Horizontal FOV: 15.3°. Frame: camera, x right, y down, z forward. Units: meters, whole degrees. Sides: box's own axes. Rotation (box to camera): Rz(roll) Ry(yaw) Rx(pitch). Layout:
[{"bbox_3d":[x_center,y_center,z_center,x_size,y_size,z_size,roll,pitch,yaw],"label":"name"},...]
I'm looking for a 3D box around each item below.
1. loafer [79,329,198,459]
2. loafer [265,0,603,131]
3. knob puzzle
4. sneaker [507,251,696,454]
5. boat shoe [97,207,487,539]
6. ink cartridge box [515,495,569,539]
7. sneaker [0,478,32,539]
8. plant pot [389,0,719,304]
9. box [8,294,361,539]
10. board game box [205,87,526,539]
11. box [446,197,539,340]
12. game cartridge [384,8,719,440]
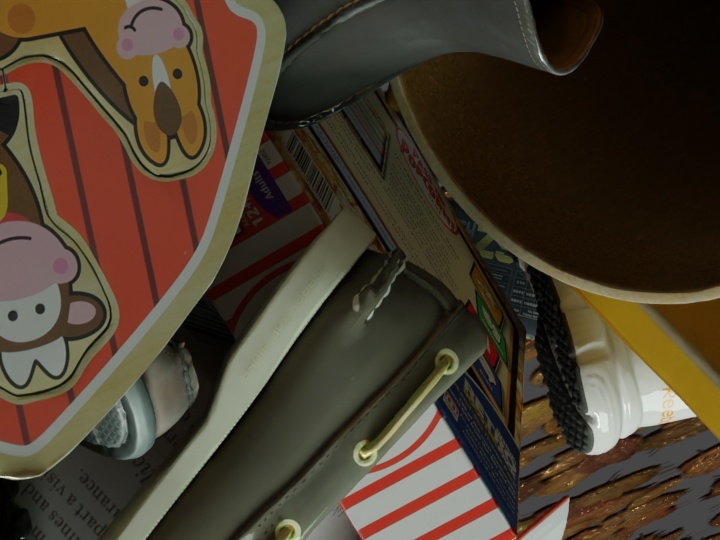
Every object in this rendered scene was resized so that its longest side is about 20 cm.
[{"bbox_3d":[-0.108,-0.019,0.795,0.063,0.200,0.072,-33,139,-29],"label":"loafer"},{"bbox_3d":[0.037,-0.085,0.731,0.073,0.073,0.200,-2,154,-48],"label":"loafer"},{"bbox_3d":[-0.102,-0.044,0.682,0.219,0.221,0.030,-16,-172,-28],"label":"knob puzzle"},{"bbox_3d":[0.094,-0.024,1.011,0.079,0.201,0.074,-11,151,-6],"label":"sneaker"},{"bbox_3d":[-0.041,0.080,0.776,0.202,0.060,0.072,-55,-177,4],"label":"boat shoe"},{"bbox_3d":[0.008,0.137,0.936,0.109,0.050,0.200,-37,159,-23],"label":"ink cartridge box"},{"bbox_3d":[-0.166,0.059,0.801,0.085,0.201,0.078,-26,-172,28],"label":"sneaker"},{"bbox_3d":[0.136,-0.107,0.907,0.186,0.187,0.200,-38,173,37],"label":"plant pot"},{"bbox_3d":[-0.095,0.055,0.938,0.131,0.199,0.200,-47,160,7],"label":"box"},{"bbox_3d":[0.000,0.000,0.901,0.046,0.152,0.200,-29,-168,13],"label":"board game box"},{"bbox_3d":[0.074,0.004,1.129,0.199,0.051,0.158,14,-179,24],"label":"box"},{"bbox_3d":[0.129,-0.039,0.972,0.176,0.200,0.033,-26,151,-35],"label":"game cartridge"}]
